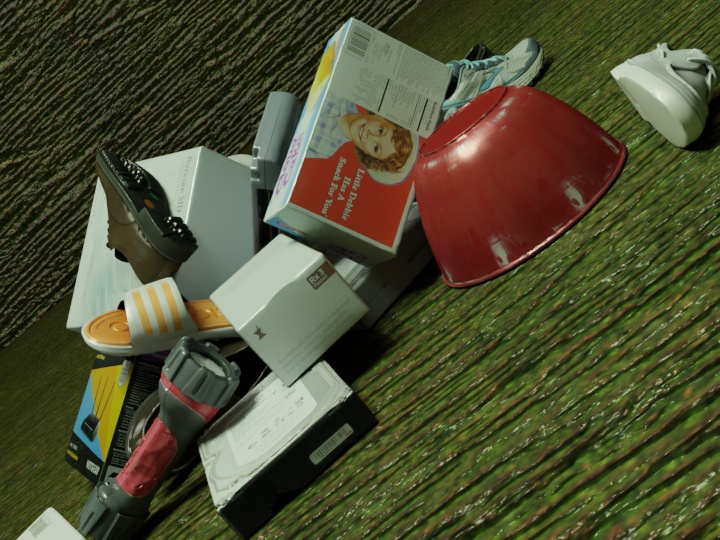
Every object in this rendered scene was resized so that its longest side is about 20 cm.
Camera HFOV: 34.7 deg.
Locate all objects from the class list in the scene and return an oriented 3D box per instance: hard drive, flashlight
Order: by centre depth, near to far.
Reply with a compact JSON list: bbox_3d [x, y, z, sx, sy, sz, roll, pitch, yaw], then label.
[{"bbox_3d":[-0.069,0.133,0.963,0.140,0.038,0.200,-41,13,-4],"label":"hard drive"},{"bbox_3d":[-0.183,0.156,1.021,0.200,0.068,0.068,-55,15,11],"label":"flashlight"}]

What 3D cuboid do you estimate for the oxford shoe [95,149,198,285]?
[{"bbox_3d":[-0.250,-0.057,1.235,0.085,0.072,0.200,-52,46,19],"label":"oxford shoe"}]

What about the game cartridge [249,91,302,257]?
[{"bbox_3d":[-0.086,-0.079,1.213,0.040,0.201,0.134,4,44,1],"label":"game cartridge"}]

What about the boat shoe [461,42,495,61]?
[{"bbox_3d":[0.121,-0.233,1.566,0.200,0.057,0.069,-47,15,-27],"label":"boat shoe"}]

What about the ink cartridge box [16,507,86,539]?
[{"bbox_3d":[-0.329,0.311,1.077,0.176,0.045,0.200,-44,14,-19],"label":"ink cartridge box"}]

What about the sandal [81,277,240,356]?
[{"bbox_3d":[-0.180,0.034,1.163,0.206,0.060,0.079,-9,30,-26],"label":"sandal"}]

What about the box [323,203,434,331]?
[{"bbox_3d":[0.000,0.000,1.189,0.156,0.041,0.200,-47,16,-23],"label":"box"}]

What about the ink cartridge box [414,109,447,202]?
[{"bbox_3d":[0.015,-0.126,1.308,0.200,0.160,0.048,-29,54,37],"label":"ink cartridge box"}]

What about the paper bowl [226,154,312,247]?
[{"bbox_3d":[-0.138,-0.033,1.416,0.200,0.104,0.202,-21,59,39],"label":"paper bowl"}]

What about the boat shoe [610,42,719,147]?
[{"bbox_3d":[0.259,-0.152,0.945,0.068,0.072,0.200,-37,5,12],"label":"boat shoe"}]

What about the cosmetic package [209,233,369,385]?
[{"bbox_3d":[-0.071,0.031,1.061,0.102,0.074,0.200,-42,16,-5],"label":"cosmetic package"}]

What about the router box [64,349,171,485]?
[{"bbox_3d":[-0.258,0.150,1.236,0.200,0.051,0.150,-4,69,66],"label":"router box"}]

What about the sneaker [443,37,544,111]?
[{"bbox_3d":[0.149,-0.236,1.438,0.200,0.086,0.078,-45,15,-18],"label":"sneaker"}]

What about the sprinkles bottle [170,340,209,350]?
[{"bbox_3d":[-0.222,0.125,1.331,0.068,0.068,0.200,-48,15,-29],"label":"sprinkles bottle"}]

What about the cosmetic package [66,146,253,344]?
[{"bbox_3d":[-0.218,-0.018,1.328,0.199,0.123,0.200,-6,69,42],"label":"cosmetic package"}]

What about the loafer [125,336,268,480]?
[{"bbox_3d":[-0.154,0.125,1.134,0.071,0.073,0.200,-26,20,47],"label":"loafer"}]

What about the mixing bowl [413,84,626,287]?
[{"bbox_3d":[0.121,-0.092,1.016,0.200,0.109,0.200,-36,15,11],"label":"mixing bowl"}]

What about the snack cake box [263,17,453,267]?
[{"bbox_3d":[0.001,-0.118,1.080,0.067,0.115,0.201,-25,44,65],"label":"snack cake box"}]

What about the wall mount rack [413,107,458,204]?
[{"bbox_3d":[0.021,-0.108,1.216,0.174,0.199,0.075,115,161,-47],"label":"wall mount rack"}]
